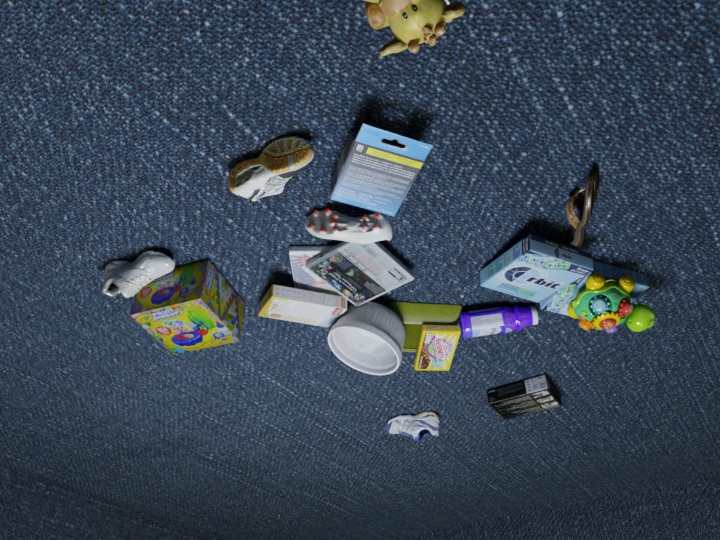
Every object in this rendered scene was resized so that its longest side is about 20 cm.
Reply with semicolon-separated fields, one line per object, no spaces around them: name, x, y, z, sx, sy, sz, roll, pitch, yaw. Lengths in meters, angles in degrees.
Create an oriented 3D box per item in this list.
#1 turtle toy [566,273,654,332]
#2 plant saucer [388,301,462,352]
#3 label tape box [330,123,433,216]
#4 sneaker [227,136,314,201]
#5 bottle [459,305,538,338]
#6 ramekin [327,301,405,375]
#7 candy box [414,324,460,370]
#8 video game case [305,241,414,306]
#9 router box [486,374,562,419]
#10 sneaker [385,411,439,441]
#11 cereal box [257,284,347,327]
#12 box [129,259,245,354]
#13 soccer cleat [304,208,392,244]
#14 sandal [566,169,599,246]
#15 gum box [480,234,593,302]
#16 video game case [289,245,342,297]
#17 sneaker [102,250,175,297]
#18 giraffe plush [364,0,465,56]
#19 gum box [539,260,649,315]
turtle toy;0.596;0.092;1.404;0.197;0.102;0.147;6;139;-6
plant saucer;0.166;0.167;1.617;0.197;0.048;0.201;3;140;-3
label tape box;0.037;-0.208;1.155;0.143;0.064;0.201;13;139;-15
sneaker;-0.166;-0.199;1.180;0.198;0.077;0.088;-18;154;25
bottle;0.360;0.131;1.550;0.197;0.066;0.084;-8;160;4
ramekin;0.024;0.171;1.545;0.198;0.106;0.201;17;141;14
candy box;0.207;0.212;1.612;0.101;0.027;0.201;-1;141;-3
video game case;0.000;0.000;1.408;0.181;0.024;0.200;-27;134;28
router box;0.524;0.409;1.896;0.198;0.052;0.149;-22;137;25
sneaker;0.176;0.547;2.043;0.198;0.089;0.075;-18;139;23
cereal box;-0.148;0.093;1.510;0.198;0.040;0.144;11;152;-21
box;-0.426;0.096;1.486;0.198;0.123;0.193;-13;139;15
soccer cleat;-0.026;-0.088;1.274;0.198;0.070;0.078;4;155;24
sandal;0.459;-0.129;1.249;0.054;0.082;0.201;16;151;16
gum box;0.402;0.000;1.371;0.168;0.045;0.200;16;150;-17
video game case;-0.067;0.007;1.450;0.197;0.023;0.183;0;140;2
sneaker;-0.530;0.020;1.415;0.198;0.100;0.078;-16;138;20
giraffe plush;0.067;-0.392;0.855;0.198;0.164;0.173;21;136;-22
gum box;0.576;0.054;1.473;0.198;0.045;0.171;14;139;-14
